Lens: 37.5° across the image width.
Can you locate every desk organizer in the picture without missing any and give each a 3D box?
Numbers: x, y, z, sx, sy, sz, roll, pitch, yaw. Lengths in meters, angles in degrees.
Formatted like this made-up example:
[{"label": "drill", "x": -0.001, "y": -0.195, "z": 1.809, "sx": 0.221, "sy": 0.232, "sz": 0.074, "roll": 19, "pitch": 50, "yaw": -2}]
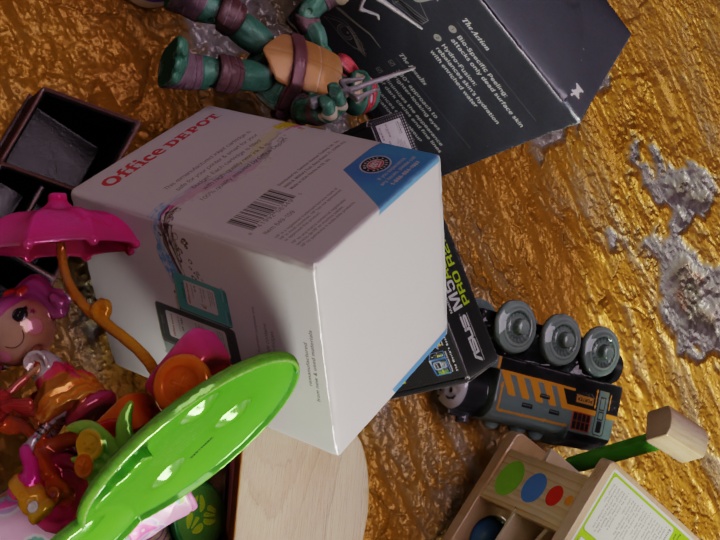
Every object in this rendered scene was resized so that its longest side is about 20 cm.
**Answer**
[{"label": "desk organizer", "x": -0.230, "y": -0.031, "z": 0.719, "sx": 0.071, "sy": 0.077, "sz": 0.202, "roll": 34, "pitch": 64, "yaw": -24}]

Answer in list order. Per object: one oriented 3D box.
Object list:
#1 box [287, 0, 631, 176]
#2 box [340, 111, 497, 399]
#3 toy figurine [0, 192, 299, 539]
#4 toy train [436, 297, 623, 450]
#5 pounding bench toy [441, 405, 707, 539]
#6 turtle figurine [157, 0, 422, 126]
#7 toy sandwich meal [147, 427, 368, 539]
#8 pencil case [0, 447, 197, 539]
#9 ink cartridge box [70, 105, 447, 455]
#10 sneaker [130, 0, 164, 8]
[{"label": "box", "x": 0.080, "y": -0.203, "z": 0.888, "sx": 0.197, "sy": 0.199, "sz": 0.118, "roll": 47, "pitch": 59, "yaw": -18}, {"label": "box", "x": 0.000, "y": 0.000, "z": 0.817, "sx": 0.044, "sy": 0.159, "sz": 0.202, "roll": -26, "pitch": 96, "yaw": -48}, {"label": "toy figurine", "x": -0.166, "y": 0.051, "z": 0.624, "sx": 0.200, "sy": 0.150, "sz": 0.184, "roll": -43, "pitch": 73, "yaw": 5}, {"label": "toy train", "x": 0.155, "y": 0.094, "z": 0.957, "sx": 0.198, "sy": 0.085, "sz": 0.115, "roll": 16, "pitch": 82, "yaw": -30}, {"label": "pounding bench toy", "x": 0.186, "y": 0.197, "z": 0.891, "sx": 0.124, "sy": 0.156, "sz": 0.201, "roll": 40, "pitch": 77, "yaw": -22}, {"label": "turtle figurine", "x": -0.044, "y": -0.153, "z": 0.773, "sx": 0.198, "sy": 0.101, "sz": 0.151, "roll": 10, "pitch": 49, "yaw": -25}, {"label": "toy sandwich meal", "x": -0.086, "y": 0.172, "z": 0.781, "sx": 0.203, "sy": 0.070, "sz": 0.208, "roll": 7, "pitch": 77, "yaw": -33}, {"label": "pencil case", "x": -0.203, "y": 0.164, "z": 0.673, "sx": 0.199, "sy": 0.087, "sz": 0.088, "roll": -31, "pitch": 98, "yaw": -21}, {"label": "ink cartridge box", "x": -0.063, "y": -0.004, "z": 0.716, "sx": 0.147, "sy": 0.198, "sz": 0.147, "roll": -42, "pitch": 137, "yaw": -42}, {"label": "sneaker", "x": -0.095, "y": -0.286, "z": 0.817, "sx": 0.081, "sy": 0.146, "sz": 0.200, "roll": 51, "pitch": 58, "yaw": -15}]
